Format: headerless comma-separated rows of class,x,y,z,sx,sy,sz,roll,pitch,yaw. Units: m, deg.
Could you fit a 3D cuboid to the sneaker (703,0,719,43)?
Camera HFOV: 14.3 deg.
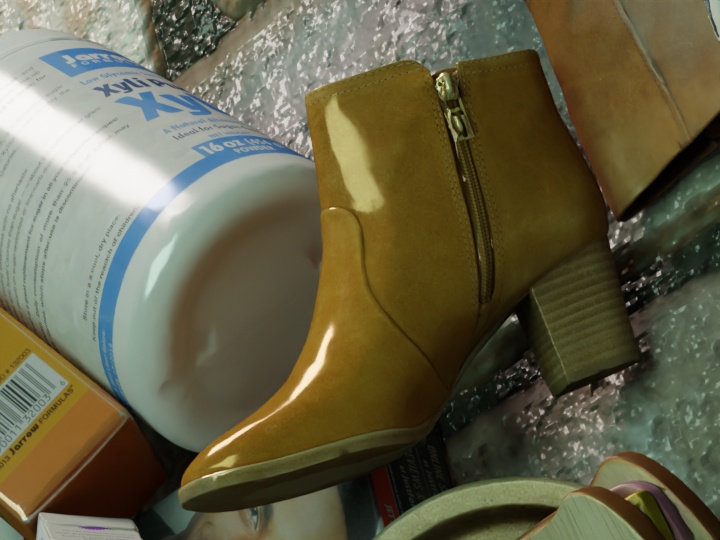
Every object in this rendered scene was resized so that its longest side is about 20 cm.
sneaker,0.151,-0.149,1.078,0.075,0.080,0.201,122,147,-61

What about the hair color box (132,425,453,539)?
hair color box,-0.049,0.138,1.187,0.200,0.061,0.102,-36,53,27

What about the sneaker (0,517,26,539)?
sneaker,-0.214,0.153,1.281,0.200,0.082,0.074,-46,40,45

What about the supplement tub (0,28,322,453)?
supplement tub,-0.096,-0.015,1.239,0.200,0.132,0.132,31,96,44

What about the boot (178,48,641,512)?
boot,0.001,0.000,1.106,0.144,0.201,0.071,67,163,9

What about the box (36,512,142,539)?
box,-0.119,0.198,1.150,0.039,0.041,0.201,-137,53,-72

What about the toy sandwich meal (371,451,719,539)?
toy sandwich meal,0.060,0.165,1.033,0.205,0.070,0.206,-1,89,25

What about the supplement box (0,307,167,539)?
supplement box,-0.177,0.041,1.221,0.200,0.067,0.069,38,77,28

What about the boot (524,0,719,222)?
boot,0.072,-0.109,1.173,0.188,0.068,0.200,-36,71,26
